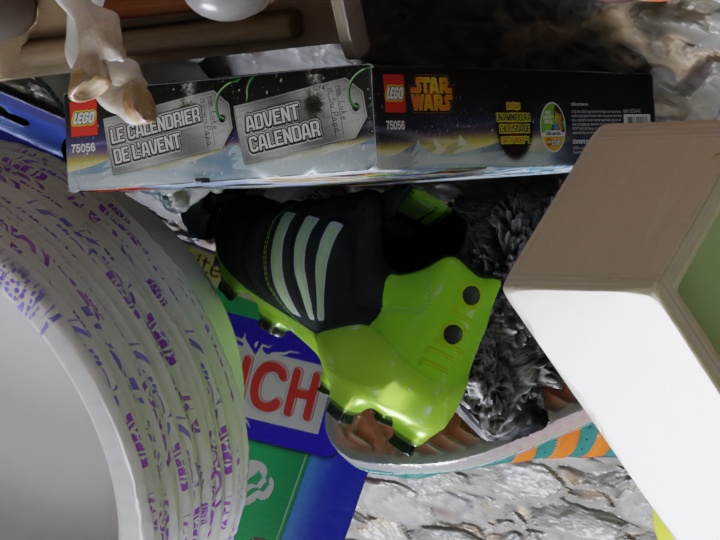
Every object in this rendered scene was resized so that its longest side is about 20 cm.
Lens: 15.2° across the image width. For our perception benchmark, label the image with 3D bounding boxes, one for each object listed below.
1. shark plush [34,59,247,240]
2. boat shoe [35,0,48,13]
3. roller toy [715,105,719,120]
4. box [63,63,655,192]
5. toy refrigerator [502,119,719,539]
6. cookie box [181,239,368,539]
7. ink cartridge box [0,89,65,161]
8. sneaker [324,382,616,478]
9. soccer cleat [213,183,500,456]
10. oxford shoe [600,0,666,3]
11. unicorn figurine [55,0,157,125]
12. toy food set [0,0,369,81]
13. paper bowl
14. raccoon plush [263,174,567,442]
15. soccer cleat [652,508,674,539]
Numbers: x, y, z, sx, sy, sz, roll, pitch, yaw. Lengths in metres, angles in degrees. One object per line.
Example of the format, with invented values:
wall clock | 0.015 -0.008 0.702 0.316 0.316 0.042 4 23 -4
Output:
shark plush | -0.092 -0.074 1.159 0.083 0.091 0.200 28 177 27
boat shoe | -0.170 -0.134 1.051 0.199 0.076 0.060 2 176 10
roller toy | 0.211 -0.015 0.953 0.182 0.140 0.200 -1 144 33
box | 0.005 -0.053 1.009 0.136 0.040 0.200 -3 -179 34
toy refrigerator | 0.135 0.047 0.899 0.070 0.076 0.200 1 137 43
cookie box | -0.089 0.089 1.215 0.171 0.201 0.075 20 179 -18
ink cartridge box | -0.191 -0.024 1.288 0.099 0.039 0.200 23 149 -3
sneaker | 0.087 0.057 1.177 0.199 0.072 0.080 -15 149 16
soccer cleat | 0.000 0.000 1.018 0.067 0.081 0.200 27 -172 -27
oxford shoe | 0.036 -0.153 0.911 0.072 0.071 0.200 -6 141 49
unicorn figurine | -0.089 -0.123 0.884 0.200 0.138 0.074 -29 154 14
toy food set | -0.096 -0.135 0.949 0.199 0.060 0.144 -3 108 29
paper bowl | -0.126 0.044 1.074 0.200 0.104 0.201 22 127 32
raccoon plush | 0.054 -0.025 1.126 0.200 0.134 0.097 44 175 32
soccer cleat | 0.177 0.102 1.219 0.065 0.084 0.200 26 149 -7
